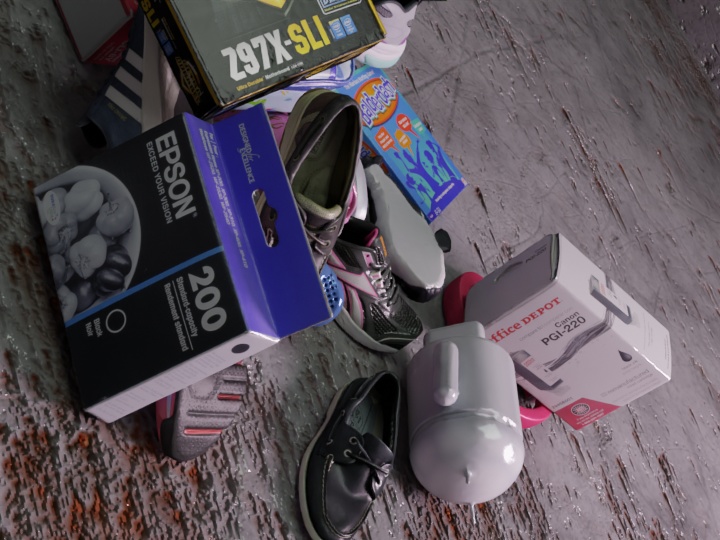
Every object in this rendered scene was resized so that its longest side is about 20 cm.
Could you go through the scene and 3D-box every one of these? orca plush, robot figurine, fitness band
[{"bbox_3d":[0.028,-0.033,1.266,0.104,0.071,0.201,-17,58,-38],"label":"orca plush"},{"bbox_3d":[0.103,0.146,1.138,0.202,0.112,0.170,-90,159,-45],"label":"robot figurine"},{"bbox_3d":[0.161,0.093,1.350,0.143,0.037,0.202,16,47,-43],"label":"fitness band"}]

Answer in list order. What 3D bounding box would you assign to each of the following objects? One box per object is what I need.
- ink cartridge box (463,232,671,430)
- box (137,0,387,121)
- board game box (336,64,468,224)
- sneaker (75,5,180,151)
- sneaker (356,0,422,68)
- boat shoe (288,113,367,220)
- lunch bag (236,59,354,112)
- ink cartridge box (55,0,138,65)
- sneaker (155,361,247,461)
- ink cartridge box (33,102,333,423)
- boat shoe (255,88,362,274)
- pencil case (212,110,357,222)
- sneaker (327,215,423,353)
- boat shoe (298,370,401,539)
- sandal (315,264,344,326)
[{"bbox_3d":[0.233,0.072,1.292,0.199,0.145,0.085,39,37,-20],"label":"ink cartridge box"},{"bbox_3d":[-0.089,-0.234,0.969,0.199,0.049,0.161,-29,96,-38],"label":"box"},{"bbox_3d":[0.037,-0.151,1.395,0.201,0.045,0.152,52,31,-4],"label":"board game box"},{"bbox_3d":[-0.204,-0.152,0.995,0.075,0.083,0.203,65,22,-68],"label":"sneaker"},{"bbox_3d":[-0.016,-0.313,1.346,0.198,0.140,0.078,-8,55,-34],"label":"sneaker"},{"bbox_3d":[-0.052,-0.125,1.241,0.066,0.074,0.202,3,49,-31],"label":"boat shoe"},{"bbox_3d":[-0.091,-0.251,1.055,0.159,0.082,0.203,-2,77,-39],"label":"lunch bag"},{"bbox_3d":[-0.206,-0.280,1.141,0.199,0.083,0.147,-6,67,-56],"label":"ink cartridge box"},{"bbox_3d":[-0.143,0.054,0.932,0.073,0.086,0.203,20,69,-49],"label":"sneaker"},{"bbox_3d":[-0.141,-0.015,0.874,0.200,0.198,0.043,70,11,24],"label":"ink cartridge box"},{"bbox_3d":[-0.046,-0.053,0.957,0.071,0.066,0.204,15,91,-25],"label":"boat shoe"},{"bbox_3d":[-0.076,-0.104,1.086,0.082,0.087,0.200,0,29,-29],"label":"pencil case"},{"bbox_3d":[0.000,0.000,1.160,0.200,0.086,0.081,43,34,-21],"label":"sneaker"},{"bbox_3d":[0.001,0.162,1.026,0.075,0.066,0.200,47,32,-14],"label":"boat shoe"},{"bbox_3d":[-0.096,-0.009,1.023,0.199,0.080,0.087,32,2,-22],"label":"sandal"}]
